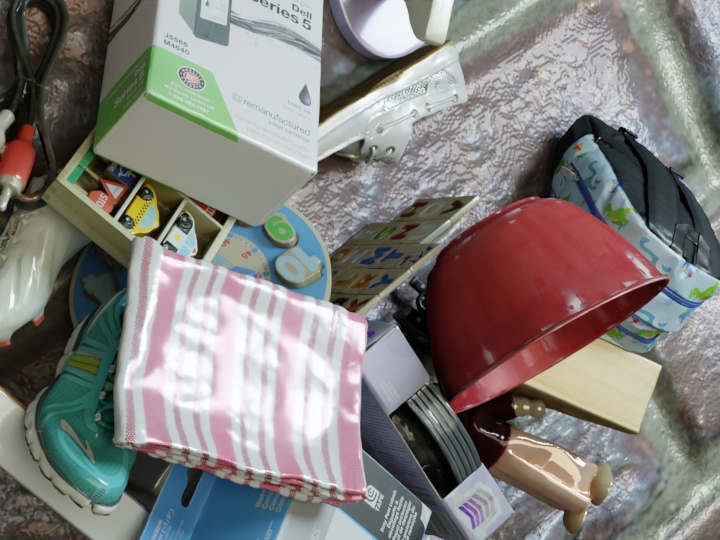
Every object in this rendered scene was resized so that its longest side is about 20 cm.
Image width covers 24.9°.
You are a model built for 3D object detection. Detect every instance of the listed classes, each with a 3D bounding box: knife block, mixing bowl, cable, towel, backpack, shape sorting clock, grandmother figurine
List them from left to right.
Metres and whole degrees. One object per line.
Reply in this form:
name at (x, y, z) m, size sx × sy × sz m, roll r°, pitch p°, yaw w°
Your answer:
cable at (-0.242, -0.125, 1.177) m, size 0.097 × 0.050 × 0.201 m, roll 26°, pitch 61°, yaw -9°
shape sorting clock at (-0.120, 0.009, 1.221) m, size 0.199 × 0.200 × 0.039 m, roll -35°, pitch 150°, yaw -23°
towel at (-0.074, 0.068, 1.087) m, size 0.199 × 0.030 × 0.147 m, roll 21°, pitch 56°, yaw -35°
grandmother figurine at (0.117, 0.151, 1.393) m, size 0.199 × 0.061 × 0.122 m, roll 25°, pitch 115°, yaw -11°
knife block at (0.130, 0.063, 1.358) m, size 0.175 × 0.199 × 0.064 m, roll 35°, pitch 74°, yaw -55°
mixing bowl at (0.124, 0.015, 1.251) m, size 0.199 × 0.200 × 0.109 m, roll -25°, pitch 76°, yaw -25°
backpack at (0.236, -0.024, 1.396) m, size 0.163 × 0.200 × 0.154 m, roll 38°, pitch 96°, yaw -23°

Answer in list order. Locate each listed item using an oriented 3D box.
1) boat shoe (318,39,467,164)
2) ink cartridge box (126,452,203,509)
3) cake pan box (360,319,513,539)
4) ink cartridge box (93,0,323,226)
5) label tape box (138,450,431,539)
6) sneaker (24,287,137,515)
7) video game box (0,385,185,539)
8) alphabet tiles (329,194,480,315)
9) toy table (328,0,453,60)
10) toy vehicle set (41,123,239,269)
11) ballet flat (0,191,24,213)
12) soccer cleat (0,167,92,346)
boat shoe at (0.014, -0.119, 1.342) m, size 0.199 × 0.071 × 0.070 m, roll -33°, pitch 106°, yaw -24°
ink cartridge box at (-0.079, 0.172, 1.271) m, size 0.200 × 0.125 × 0.129 m, roll 44°, pitch 72°, yaw -22°
cake pan box at (0.017, 0.121, 1.280) m, size 0.052 × 0.200 × 0.185 m, roll -40°, pitch 106°, yaw -19°
ink cartridge box at (-0.109, -0.156, 1.215) m, size 0.145 × 0.084 × 0.201 m, roll 24°, pitch 48°, yaw -27°
label tape box at (-0.048, 0.183, 1.144) m, size 0.200 × 0.066 × 0.144 m, roll 45°, pitch 54°, yaw -35°
sneaker at (-0.165, 0.075, 1.073) m, size 0.077 × 0.080 × 0.201 m, roll 36°, pitch 31°, yaw -22°
video game box at (-0.231, 0.131, 1.155) m, size 0.200 × 0.182 × 0.047 m, roll 44°, pitch 75°, yaw -23°
alphabet tiles at (0.000, 0.000, 1.284) m, size 0.200 × 0.167 × 0.008 m, roll -39°, pitch 107°, yaw -22°
toy table at (0.051, -0.277, 1.333) m, size 0.182 × 0.117 × 0.202 m, roll 0°, pitch 93°, yaw -28°
toy vehicle set at (-0.141, -0.080, 1.217) m, size 0.124 × 0.026 × 0.201 m, roll 39°, pitch 43°, yaw -12°
ballet flat at (-0.320, -0.113, 1.176) m, size 0.200 × 0.046 × 0.067 m, roll 47°, pitch 72°, yaw -22°
soccer cleat at (-0.238, -0.024, 1.195) m, size 0.200 × 0.069 × 0.078 m, roll -49°, pitch 138°, yaw -34°
